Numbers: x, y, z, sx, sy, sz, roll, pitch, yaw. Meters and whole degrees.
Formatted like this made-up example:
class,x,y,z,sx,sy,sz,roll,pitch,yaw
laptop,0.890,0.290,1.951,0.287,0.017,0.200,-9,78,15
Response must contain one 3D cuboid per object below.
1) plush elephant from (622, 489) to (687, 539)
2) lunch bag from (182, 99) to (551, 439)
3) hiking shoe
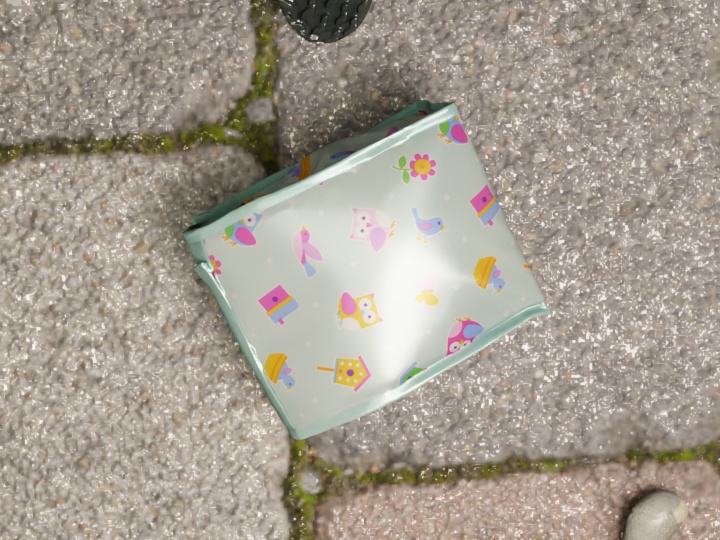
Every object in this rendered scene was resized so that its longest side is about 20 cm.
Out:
class,x,y,z,sx,sy,sz,roll,pitch,yaw
plush elephant,0.224,0.283,1.456,0.155,0.165,0.201,16,116,31
lunch bag,0.000,0.000,1.418,0.200,0.122,0.171,-28,101,-8
hiking shoe,-0.026,-0.251,1.403,0.074,0.087,0.200,-3,122,5
